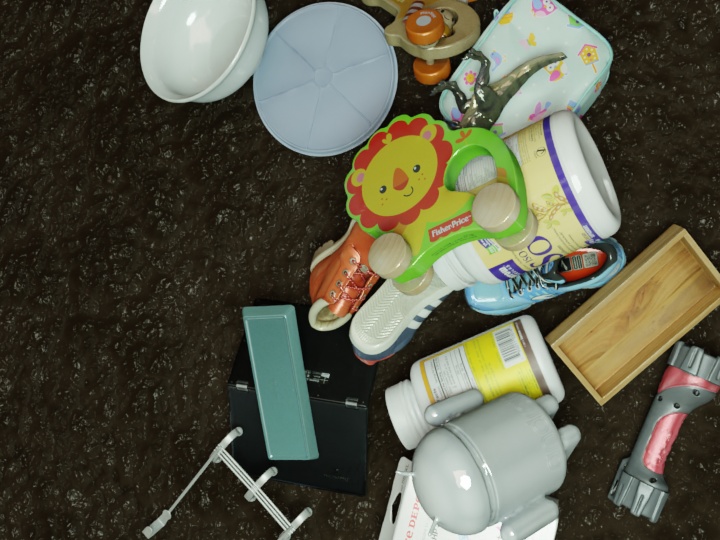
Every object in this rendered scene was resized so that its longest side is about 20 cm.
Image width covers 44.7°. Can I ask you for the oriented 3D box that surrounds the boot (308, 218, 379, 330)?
[{"bbox_3d":[0.000,0.000,1.037,0.074,0.200,0.109,26,52,-19],"label":"boot"}]

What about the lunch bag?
[{"bbox_3d":[0.199,-0.230,1.066,0.160,0.077,0.201,40,95,14],"label":"lunch bag"}]

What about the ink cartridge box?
[{"bbox_3d":[0.119,0.308,1.017,0.196,0.125,0.131,14,89,13],"label":"ink cartridge box"}]

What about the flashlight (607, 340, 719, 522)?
[{"bbox_3d":[0.356,0.186,1.002,0.067,0.068,0.203,21,90,3],"label":"flashlight"}]

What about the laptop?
[{"bbox_3d":[-0.067,0.161,1.133,0.184,0.117,0.203,7,59,13],"label":"laptop"}]

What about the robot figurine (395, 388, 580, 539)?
[{"bbox_3d":[0.135,0.202,0.919,0.197,0.114,0.170,-21,54,-24],"label":"robot figurine"}]

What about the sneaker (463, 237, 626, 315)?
[{"bbox_3d":[0.214,-0.002,1.037,0.197,0.090,0.080,-18,82,12],"label":"sneaker"}]

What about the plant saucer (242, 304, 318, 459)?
[{"bbox_3d":[-0.099,0.141,1.065,0.069,0.019,0.204,-3,106,17],"label":"plant saucer"}]

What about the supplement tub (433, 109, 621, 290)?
[{"bbox_3d":[0.172,-0.072,0.975,0.198,0.145,0.148,-25,80,25],"label":"supplement tub"}]

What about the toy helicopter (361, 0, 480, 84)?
[{"bbox_3d":[0.074,-0.329,1.094,0.132,0.079,0.200,-38,53,-13],"label":"toy helicopter"}]

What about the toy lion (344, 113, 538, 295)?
[{"bbox_3d":[0.073,-0.088,0.925,0.198,0.068,0.195,-23,57,26],"label":"toy lion"}]

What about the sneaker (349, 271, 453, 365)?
[{"bbox_3d":[0.060,0.038,1.080,0.199,0.085,0.075,-39,68,-21],"label":"sneaker"}]

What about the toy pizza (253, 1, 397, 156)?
[{"bbox_3d":[-0.046,-0.249,1.149,0.196,0.032,0.205,-1,87,14],"label":"toy pizza"}]

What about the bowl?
[{"bbox_3d":[-0.187,-0.302,1.142,0.198,0.090,0.205,-9,74,33],"label":"bowl"}]

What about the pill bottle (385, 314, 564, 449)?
[{"bbox_3d":[0.133,0.139,1.036,0.197,0.109,0.111,-24,81,11],"label":"pill bottle"}]

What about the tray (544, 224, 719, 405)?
[{"bbox_3d":[0.322,0.052,1.019,0.200,0.037,0.099,-42,102,6],"label":"tray"}]

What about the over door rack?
[{"bbox_3d":[-0.167,0.316,1.119,0.148,0.066,0.201,45,110,10],"label":"over door rack"}]

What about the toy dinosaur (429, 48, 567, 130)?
[{"bbox_3d":[0.137,-0.203,1.016,0.088,0.048,0.200,43,105,-4],"label":"toy dinosaur"}]
